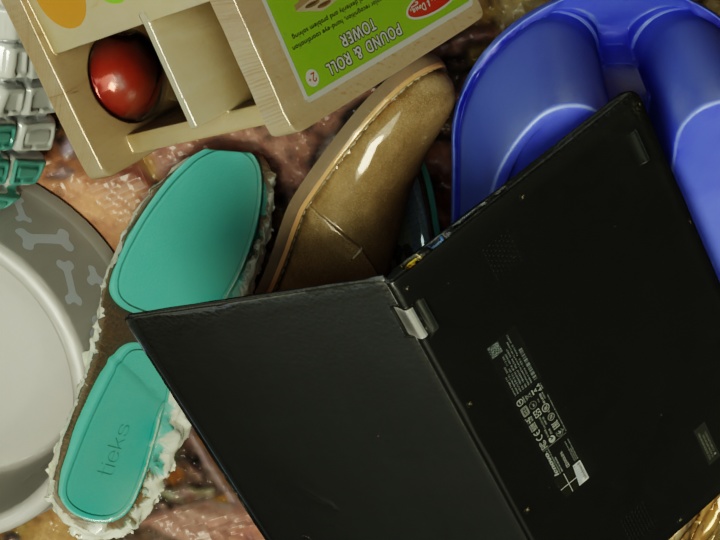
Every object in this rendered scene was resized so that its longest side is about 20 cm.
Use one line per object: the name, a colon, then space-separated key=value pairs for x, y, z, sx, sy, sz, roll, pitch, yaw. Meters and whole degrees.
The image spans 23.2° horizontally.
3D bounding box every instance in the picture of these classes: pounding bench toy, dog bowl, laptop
pounding bench toy: x=-0.039 y=-0.143 z=0.760 sx=0.156 sy=0.200 sz=0.124 roll=-8 pitch=112 yaw=48
dog bowl: x=-0.211 y=0.047 z=0.890 sx=0.200 sy=0.059 sz=0.200 roll=4 pitch=108 yaw=11
laptop: x=0.045 y=0.046 z=0.740 sx=0.200 sy=0.116 sz=0.187 roll=-38 pitch=120 yaw=-15

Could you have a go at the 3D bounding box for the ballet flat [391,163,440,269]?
ballet flat: x=0.012 y=0.044 z=0.829 sx=0.074 sy=0.074 sz=0.200 roll=-6 pitch=106 yaw=14

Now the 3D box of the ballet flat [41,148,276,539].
ballet flat: x=-0.097 y=0.035 z=0.845 sx=0.072 sy=0.072 sz=0.200 roll=23 pitch=79 yaw=4

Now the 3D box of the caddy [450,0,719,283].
caddy: x=0.112 y=-0.024 z=0.772 sx=0.141 sy=0.105 sz=0.200 roll=-2 pitch=121 yaw=-4

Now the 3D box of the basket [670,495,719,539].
basket: x=0.183 y=0.186 z=0.794 sx=0.149 sy=0.143 sz=0.200 roll=22 pitch=112 yaw=-12

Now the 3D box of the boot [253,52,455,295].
boot: x=0.000 y=0.000 z=0.764 sx=0.075 sy=0.074 sz=0.200 roll=38 pitch=115 yaw=18

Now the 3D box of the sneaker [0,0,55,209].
sneaker: x=-0.180 y=-0.131 z=0.817 sx=0.091 sy=0.078 sz=0.200 roll=25 pitch=105 yaw=19
